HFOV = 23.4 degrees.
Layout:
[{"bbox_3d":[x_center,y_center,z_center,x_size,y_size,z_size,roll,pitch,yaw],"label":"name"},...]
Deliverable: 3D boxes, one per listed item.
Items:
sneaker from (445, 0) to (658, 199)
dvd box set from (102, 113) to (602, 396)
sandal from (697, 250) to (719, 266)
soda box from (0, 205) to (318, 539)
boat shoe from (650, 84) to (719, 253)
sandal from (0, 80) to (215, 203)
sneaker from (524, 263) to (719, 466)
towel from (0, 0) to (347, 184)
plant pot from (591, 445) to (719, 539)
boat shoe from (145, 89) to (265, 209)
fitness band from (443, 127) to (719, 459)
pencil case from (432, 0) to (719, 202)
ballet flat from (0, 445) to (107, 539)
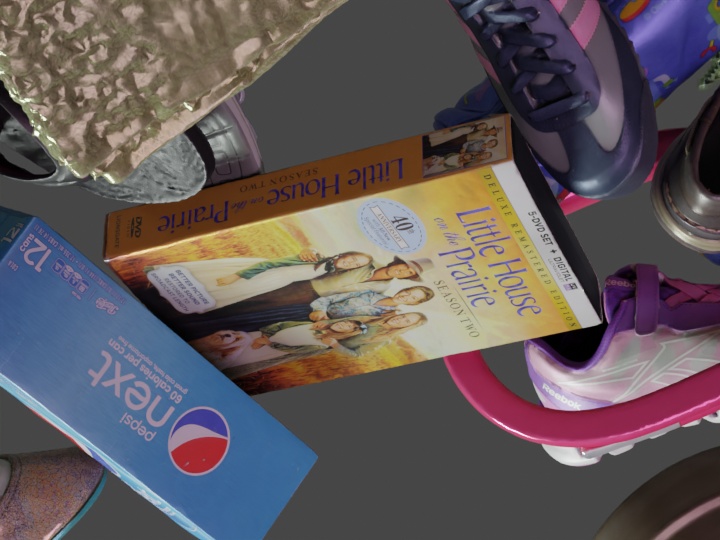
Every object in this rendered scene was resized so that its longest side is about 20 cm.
[{"bbox_3d":[0.060,-0.117,0.754,0.070,0.082,0.201,-28,88,34],"label":"sneaker"},{"bbox_3d":[0.000,0.000,0.821,0.199,0.030,0.146,-12,145,18],"label":"dvd box set"},{"bbox_3d":[0.256,-0.070,0.905,0.200,0.087,0.079,-42,128,12],"label":"sandal"},{"bbox_3d":[-0.117,0.056,0.841,0.200,0.064,0.068,43,74,-29],"label":"soda box"},{"bbox_3d":[0.217,-0.095,0.837,0.074,0.073,0.201,33,82,4],"label":"boat shoe"},{"bbox_3d":[-0.159,-0.073,0.734,0.200,0.048,0.075,27,141,-6],"label":"sandal"},{"bbox_3d":[0.171,0.033,0.923,0.199,0.081,0.089,-21,114,23],"label":"sneaker"},{"bbox_3d":[-0.094,-0.139,0.637,0.148,0.036,0.200,-37,126,-6],"label":"towel"},{"bbox_3d":[0.248,0.233,1.039,0.199,0.174,0.201,-9,124,-14],"label":"plant pot"},{"bbox_3d":[-0.101,-0.104,0.769,0.074,0.065,0.202,-17,129,26],"label":"boat shoe"},{"bbox_3d":[0.135,0.010,0.881,0.199,0.144,0.037,-22,166,5],"label":"fitness band"},{"bbox_3d":[0.120,-0.107,0.835,0.200,0.078,0.087,-45,158,9],"label":"pencil case"},{"bbox_3d":[-0.220,0.142,0.880,0.200,0.068,0.067,-39,119,5],"label":"ballet flat"}]
